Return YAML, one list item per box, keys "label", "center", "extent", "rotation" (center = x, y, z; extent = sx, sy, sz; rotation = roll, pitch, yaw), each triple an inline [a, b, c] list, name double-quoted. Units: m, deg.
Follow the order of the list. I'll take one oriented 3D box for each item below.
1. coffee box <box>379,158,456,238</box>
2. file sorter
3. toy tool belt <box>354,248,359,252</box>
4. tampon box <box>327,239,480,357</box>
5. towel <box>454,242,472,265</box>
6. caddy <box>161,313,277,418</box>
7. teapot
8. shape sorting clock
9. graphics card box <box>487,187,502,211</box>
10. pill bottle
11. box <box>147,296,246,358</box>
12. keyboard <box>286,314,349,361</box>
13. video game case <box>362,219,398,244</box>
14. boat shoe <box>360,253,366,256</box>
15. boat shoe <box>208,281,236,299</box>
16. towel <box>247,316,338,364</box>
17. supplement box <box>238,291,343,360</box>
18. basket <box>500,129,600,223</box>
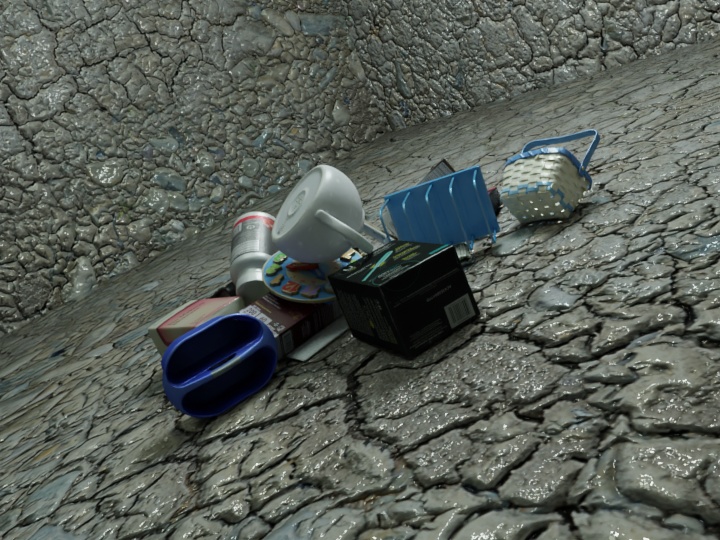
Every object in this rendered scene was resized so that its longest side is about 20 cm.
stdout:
- label: "coffee box"
  center: [0.145, -0.159, 1.561]
  extent: [0.200, 0.080, 0.113]
  rotation: [-43, -3, 3]
- label: "file sorter"
  center: [0.153, -0.096, 1.294]
  extent: [0.200, 0.139, 0.123]
  rotation: [-17, 16, 17]
- label: "toy tool belt"
  center: [-0.087, -0.025, 1.558]
  extent: [0.200, 0.123, 0.125]
  rotation: [-22, 1, 23]
- label: "tampon box"
  center: [0.066, 0.039, 1.099]
  extent: [0.150, 0.126, 0.200]
  rotation: [-28, 16, -20]
- label: "towel"
  center: [0.126, -0.022, 1.386]
  extent: [0.200, 0.035, 0.193]
  rotation: [-21, 16, 10]
- label: "caddy"
  center: [-0.237, 0.156, 1.123]
  extent: [0.200, 0.141, 0.105]
  rotation: [-31, 14, -23]
- label: "teapot"
  center: [-0.059, -0.087, 1.233]
  extent: [0.197, 0.146, 0.200]
  rotation: [-37, 29, 40]
- label: "shape sorting clock"
  center: [-0.088, -0.003, 1.270]
  extent: [0.200, 0.039, 0.200]
  rotation: [-2, 38, 2]
- label: "graphics card box"
  center: [0.238, -0.131, 1.518]
  extent: [0.125, 0.051, 0.200]
  rotation: [-16, 12, 29]
- label: "pill bottle"
  center: [-0.221, -0.022, 1.421]
  extent: [0.111, 0.111, 0.200]
  rotation: [-20, 45, 13]
- label: "box"
  center: [-0.323, 0.132, 1.380]
  extent: [0.200, 0.109, 0.128]
  rotation: [-6, 23, 45]
- label: "keyboard"
  center: [-0.048, 0.110, 1.242]
  extent: [0.200, 0.011, 0.056]
  rotation: [-35, 19, -34]
- label: "video game case"
  center: [0.012, -0.100, 1.528]
  extent: [0.023, 0.182, 0.200]
  rotation: [-60, 5, 5]
- label: "boat shoe"
  center: [0.000, 0.000, 1.389]
  extent: [0.060, 0.072, 0.200]
  rotation: [-49, 12, 10]
- label: "boat shoe"
  center: [-0.313, 0.087, 1.487]
  extent: [0.200, 0.074, 0.060]
  rotation: [-38, -8, 40]
- label: "towel"
  center: [-0.146, 0.112, 1.276]
  extent: [0.200, 0.018, 0.086]
  rotation: [-26, 43, -24]
- label: "supplement box"
  center: [-0.115, 0.071, 1.261]
  extent: [0.109, 0.061, 0.200]
  rotation: [29, 49, 35]
- label: "basket"
  center: [0.382, -0.199, 1.368]
  extent: [0.176, 0.139, 0.200]
  rotation: [-2, 56, 52]
